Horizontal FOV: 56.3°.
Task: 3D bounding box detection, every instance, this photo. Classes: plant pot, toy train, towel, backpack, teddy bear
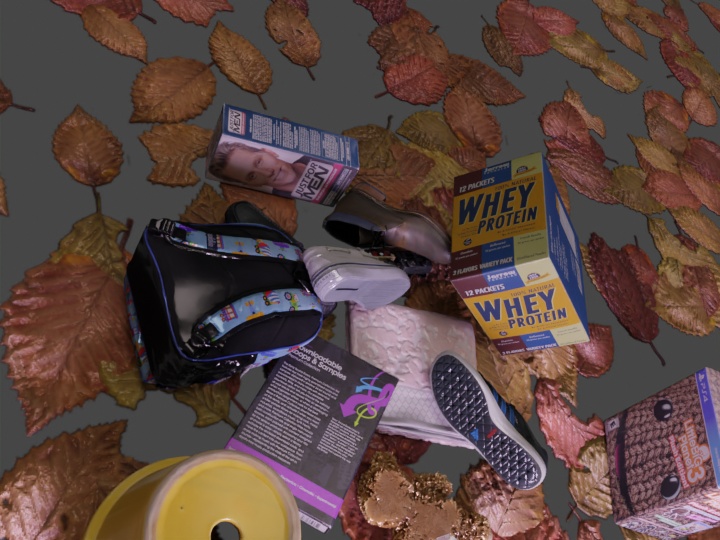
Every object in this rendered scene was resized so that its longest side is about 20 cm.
[{"bbox_3d":[-0.144,0.253,0.599,0.199,0.189,0.202,14,54,-20],"label":"plant pot"},{"bbox_3d":[0.018,-0.011,0.971,0.199,0.034,0.046,-2,45,-33],"label":"toy train"},{"bbox_3d":[0.073,0.133,0.907,0.199,0.032,0.192,14,53,-22],"label":"towel"},{"bbox_3d":[-0.152,0.036,0.778,0.199,0.135,0.184,-4,61,-40],"label":"backpack"},{"bbox_3d":[0.073,0.298,0.781,0.199,0.067,0.146,22,60,-23],"label":"teddy bear"}]

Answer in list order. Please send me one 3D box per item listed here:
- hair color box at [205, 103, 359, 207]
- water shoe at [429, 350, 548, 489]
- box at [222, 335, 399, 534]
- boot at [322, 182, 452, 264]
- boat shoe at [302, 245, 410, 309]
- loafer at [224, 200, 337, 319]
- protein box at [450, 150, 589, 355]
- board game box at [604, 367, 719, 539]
[{"bbox_3d":[-0.111,-0.159,0.958,0.199,0.100,0.061,11,55,-22],"label":"hair color box"},{"bbox_3d":[0.163,0.190,0.871,0.201,0.071,0.079,54,22,13],"label":"water shoe"},{"bbox_3d":[-0.056,0.176,0.780,0.142,0.036,0.201,28,54,4],"label":"box"},{"bbox_3d":[0.040,-0.047,0.973,0.199,0.075,0.097,32,51,23],"label":"boot"},{"bbox_3d":[0.000,0.000,0.852,0.067,0.073,0.200,59,18,20],"label":"boat shoe"},{"bbox_3d":[-0.101,-0.022,0.889,0.201,0.070,0.068,48,49,8],"label":"loafer"},{"bbox_3d":[0.231,-0.020,0.971,0.200,0.134,0.200,50,36,-41],"label":"protein box"},{"bbox_3d":[0.443,0.255,0.916,0.096,0.200,0.160,21,50,-15],"label":"board game box"}]
